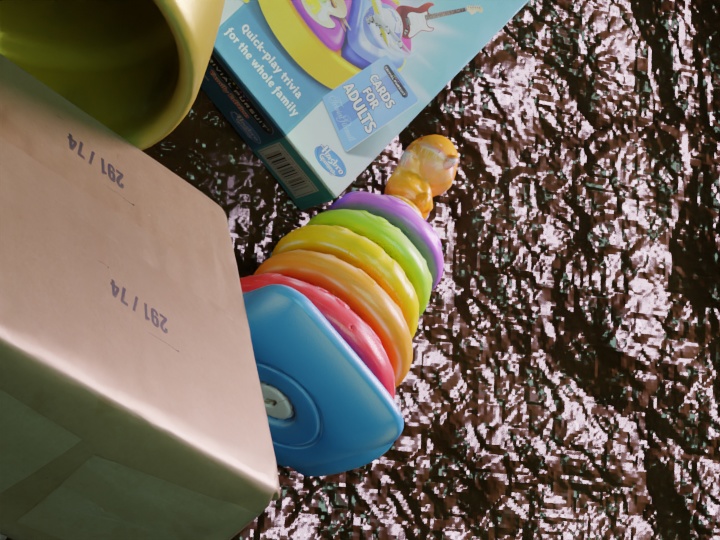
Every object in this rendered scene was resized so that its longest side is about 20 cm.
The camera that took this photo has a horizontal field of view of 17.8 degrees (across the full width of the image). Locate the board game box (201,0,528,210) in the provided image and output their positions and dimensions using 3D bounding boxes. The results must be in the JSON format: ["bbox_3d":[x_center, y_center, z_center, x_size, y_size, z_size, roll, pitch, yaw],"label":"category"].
[{"bbox_3d":[-0.006,-0.157,1.233,0.200,0.047,0.151,-46,105,-24],"label":"board game box"}]

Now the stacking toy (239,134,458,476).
[{"bbox_3d":[0.000,0.000,1.199,0.110,0.116,0.201,49,51,-20],"label":"stacking toy"}]

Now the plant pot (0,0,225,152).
[{"bbox_3d":[-0.149,-0.185,1.091,0.200,0.200,0.190,28,56,-22],"label":"plant pot"}]

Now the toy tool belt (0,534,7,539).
[{"bbox_3d":[-0.256,0.091,1.031,0.200,0.125,0.123,43,58,-15],"label":"toy tool belt"}]

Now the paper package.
[{"bbox_3d":[-0.145,0.019,1.034,0.199,0.103,0.192,33,32,-41],"label":"paper package"}]
